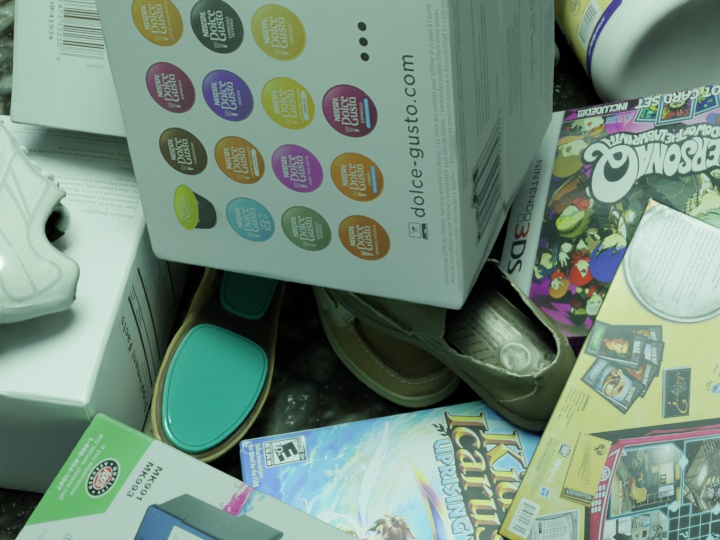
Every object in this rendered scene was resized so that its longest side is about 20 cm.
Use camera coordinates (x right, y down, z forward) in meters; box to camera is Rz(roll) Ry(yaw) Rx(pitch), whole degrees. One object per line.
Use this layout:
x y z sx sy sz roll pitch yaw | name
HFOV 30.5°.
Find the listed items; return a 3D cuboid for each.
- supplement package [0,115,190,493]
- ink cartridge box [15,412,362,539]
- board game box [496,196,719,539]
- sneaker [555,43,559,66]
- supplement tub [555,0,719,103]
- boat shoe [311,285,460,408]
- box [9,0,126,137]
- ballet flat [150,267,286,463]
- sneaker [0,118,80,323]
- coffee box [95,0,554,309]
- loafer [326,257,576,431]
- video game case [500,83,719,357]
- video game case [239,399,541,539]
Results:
-0.187 0.022 0.818 0.119 0.120 0.202 7 53 7 | supplement package
-0.087 0.182 0.676 0.198 0.088 0.146 20 68 31 | ink cartridge box
0.175 0.080 0.710 0.134 0.035 0.202 25 85 15 | board game box
0.105 -0.140 0.956 0.087 0.074 0.202 -5 54 1 | sneaker
0.204 -0.224 0.970 0.144 0.146 0.202 -15 54 -9 | supplement tub
0.000 0.000 0.860 0.073 0.067 0.201 -26 56 -16 | boat shoe
-0.128 -0.158 0.850 0.096 0.126 0.200 9 12 19 | box
-0.085 0.046 0.834 0.068 0.063 0.201 26 51 -9 | ballet flat
-0.213 -0.046 0.759 0.080 0.076 0.202 -8 54 -20 | sneaker
-0.008 -0.128 0.746 0.195 0.202 0.201 10 40 19 | coffee box
0.051 0.012 0.781 0.199 0.068 0.076 33 68 16 | loafer
0.185 -0.032 0.832 0.198 0.036 0.183 -6 56 34 | video game case
0.031 0.175 0.743 0.179 0.046 0.202 -8 53 -5 | video game case
